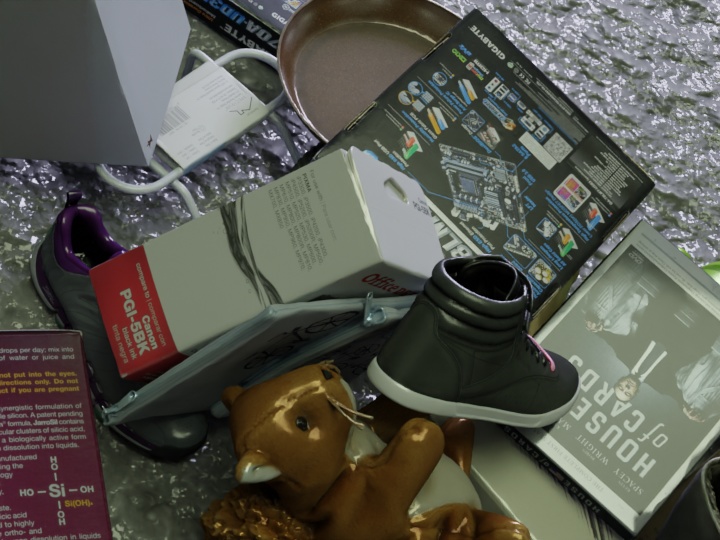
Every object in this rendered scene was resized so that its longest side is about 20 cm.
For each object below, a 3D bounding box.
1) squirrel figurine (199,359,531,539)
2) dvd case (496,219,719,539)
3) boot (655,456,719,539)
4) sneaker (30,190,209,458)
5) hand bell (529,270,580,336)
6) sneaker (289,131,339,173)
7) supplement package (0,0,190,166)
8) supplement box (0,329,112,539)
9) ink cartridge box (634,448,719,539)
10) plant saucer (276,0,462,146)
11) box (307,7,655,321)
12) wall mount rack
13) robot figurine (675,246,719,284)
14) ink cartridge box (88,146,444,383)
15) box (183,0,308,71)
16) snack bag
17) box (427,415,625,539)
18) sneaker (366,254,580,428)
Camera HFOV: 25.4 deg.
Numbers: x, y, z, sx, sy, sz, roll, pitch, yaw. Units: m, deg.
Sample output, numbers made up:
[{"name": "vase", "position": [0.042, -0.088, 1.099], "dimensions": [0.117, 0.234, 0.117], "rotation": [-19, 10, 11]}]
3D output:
[{"name": "squirrel figurine", "position": [-0.025, 0.153, 1.051], "dimensions": [0.186, 0.200, 0.142], "rotation": [32, 24, -30]}, {"name": "dvd case", "position": [0.202, 0.077, 1.173], "dimensions": [0.150, 0.025, 0.200], "rotation": [42, 67, 9]}, {"name": "boot", "position": [0.251, 0.241, 1.101], "dimensions": [0.072, 0.200, 0.182], "rotation": [-25, 72, -35]}, {"name": "sneaker", "position": [-0.171, 0.040, 1.136], "dimensions": [0.074, 0.088, 0.200], "rotation": [-27, 71, -33]}, {"name": "hand bell", "position": [0.135, 0.098, 1.236], "dimensions": [0.104, 0.104, 0.201], "rotation": [0, 71, -22]}, {"name": "sneaker", "position": [0.021, -0.078, 1.295], "dimensions": [0.200, 0.077, 0.076], "rotation": [-23, 67, -33]}, {"name": "supplement package", "position": [-0.250, -0.194, 1.154], "dimensions": [0.199, 0.191, 0.147], "rotation": [4, 54, 10]}, {"name": "supplement box", "position": [-0.225, 0.155, 1.014], "dimensions": [0.103, 0.131, 0.200], "rotation": [0, 59, -24]}, {"name": "ink cartridge box", "position": [0.311, 0.223, 1.160], "dimensions": [0.075, 0.165, 0.200], "rotation": [-26, 71, -39]}, {"name": "plant saucer", "position": [0.027, -0.145, 1.276], "dimensions": [0.200, 0.032, 0.201], "rotation": [10, 52, -13]}, {"name": "box", "position": [0.090, -0.066, 1.197], "dimensions": [0.200, 0.050, 0.199], "rotation": [44, 65, 1]}, {"name": "wall mount rack", "position": [-0.114, -0.083, 1.253], "dimensions": [0.174, 0.075, 0.200], "rotation": [42, 53, 12]}, {"name": "robot figurine", "position": [0.271, 0.066, 1.277], "dimensions": [0.200, 0.116, 0.176], "rotation": [-28, 87, -32]}, {"name": "ink cartridge box", "position": [-0.056, 0.006, 1.076], "dimensions": [0.147, 0.200, 0.083], "rotation": [19, 49, -66]}, {"name": "box", "position": [-0.095, -0.277, 1.399], "dimensions": [0.200, 0.046, 0.159], "rotation": [34, 53, 2]}, {"name": "snack bag", "position": [-0.047, 0.061, 1.075], "dimensions": [0.200, 0.188, 0.021], "rotation": [-2, 67, -49]}, {"name": "box", "position": [0.097, 0.157, 1.172], "dimensions": [0.068, 0.082, 0.200], "rotation": [-31, 75, -36]}, {"name": "sneaker", "position": [0.100, 0.045, 1.060], "dimensions": [0.200, 0.099, 0.071], "rotation": [7, 29, -46]}]
